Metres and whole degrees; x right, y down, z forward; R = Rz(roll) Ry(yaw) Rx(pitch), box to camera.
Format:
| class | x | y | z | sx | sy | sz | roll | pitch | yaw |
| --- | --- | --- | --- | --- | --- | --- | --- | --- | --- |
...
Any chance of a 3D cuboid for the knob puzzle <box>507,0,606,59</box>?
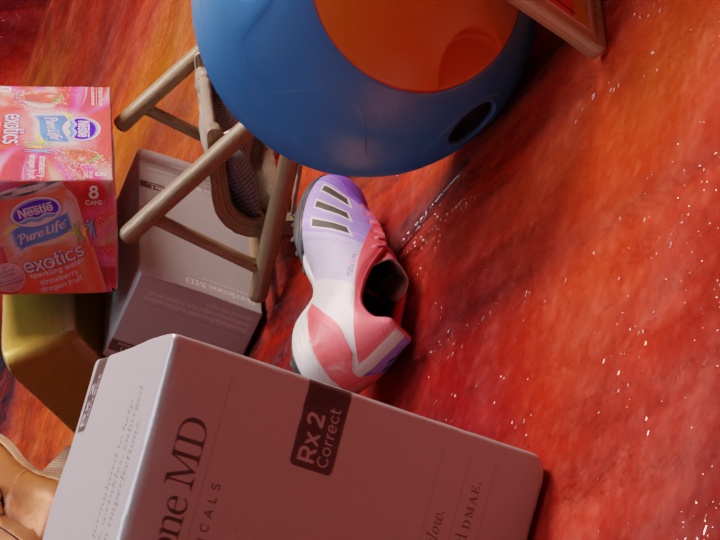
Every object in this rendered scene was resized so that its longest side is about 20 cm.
| class | x | y | z | sx | sy | sz | roll | pitch | yaw |
| --- | --- | --- | --- | --- | --- | --- | --- | --- | --- |
| knob puzzle | 0.058 | -0.227 | 1.086 | 0.030 | 0.219 | 0.221 | -40 | 32 | 33 |

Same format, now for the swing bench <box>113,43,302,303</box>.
| class | x | y | z | sx | sy | sz | roll | pitch | yaw |
| --- | --- | --- | --- | --- | --- | --- | --- | --- | --- |
| swing bench | -0.086 | -0.123 | 1.524 | 0.201 | 0.129 | 0.199 | -57 | 21 | 23 |

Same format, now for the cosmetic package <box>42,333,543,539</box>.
| class | x | y | z | sx | sy | sz | roll | pitch | yaw |
| --- | --- | --- | --- | --- | --- | --- | --- | --- | --- |
| cosmetic package | -0.045 | 0.144 | 0.997 | 0.165 | 0.199 | 0.166 | 160 | 127 | -68 |

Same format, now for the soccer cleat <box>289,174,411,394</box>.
| class | x | y | z | sx | sy | sz | roll | pitch | yaw |
| --- | --- | --- | --- | --- | --- | --- | --- | --- | --- |
| soccer cleat | 0.000 | 0.000 | 1.259 | 0.073 | 0.068 | 0.201 | -34 | 30 | 24 |

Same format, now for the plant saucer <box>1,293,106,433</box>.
| class | x | y | z | sx | sy | sz | roll | pitch | yaw |
| --- | --- | --- | --- | --- | --- | --- | --- | --- | --- |
| plant saucer | -0.202 | 0.062 | 1.598 | 0.048 | 0.200 | 0.201 | -31 | 35 | 14 |

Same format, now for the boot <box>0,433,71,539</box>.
| class | x | y | z | sx | sy | sz | roll | pitch | yaw |
| --- | --- | --- | --- | --- | --- | --- | --- | --- | --- |
| boot | -0.291 | 0.189 | 1.506 | 0.199 | 0.074 | 0.155 | -9 | 25 | 33 |

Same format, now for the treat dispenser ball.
| class | x | y | z | sx | sy | sz | roll | pitch | yaw |
| --- | --- | --- | --- | --- | --- | --- | --- | --- | --- |
| treat dispenser ball | 0.002 | -0.154 | 1.162 | 0.201 | 0.200 | 0.202 | -56 | 23 | 38 |

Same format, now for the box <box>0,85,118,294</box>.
| class | x | y | z | sx | sy | sz | roll | pitch | yaw |
| --- | --- | --- | --- | --- | --- | --- | --- | --- | --- |
| box | -0.238 | -0.065 | 1.554 | 0.200 | 0.102 | 0.095 | -105 | 16 | -64 |

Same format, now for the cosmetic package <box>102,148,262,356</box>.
| class | x | y | z | sx | sy | sz | roll | pitch | yaw |
| --- | --- | --- | --- | --- | --- | --- | --- | --- | --- |
| cosmetic package | -0.142 | -0.002 | 1.593 | 0.200 | 0.106 | 0.091 | -106 | 38 | -59 |
